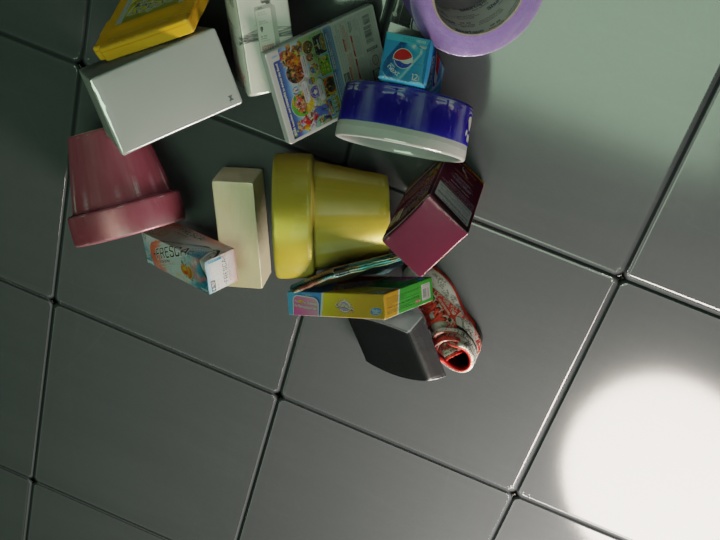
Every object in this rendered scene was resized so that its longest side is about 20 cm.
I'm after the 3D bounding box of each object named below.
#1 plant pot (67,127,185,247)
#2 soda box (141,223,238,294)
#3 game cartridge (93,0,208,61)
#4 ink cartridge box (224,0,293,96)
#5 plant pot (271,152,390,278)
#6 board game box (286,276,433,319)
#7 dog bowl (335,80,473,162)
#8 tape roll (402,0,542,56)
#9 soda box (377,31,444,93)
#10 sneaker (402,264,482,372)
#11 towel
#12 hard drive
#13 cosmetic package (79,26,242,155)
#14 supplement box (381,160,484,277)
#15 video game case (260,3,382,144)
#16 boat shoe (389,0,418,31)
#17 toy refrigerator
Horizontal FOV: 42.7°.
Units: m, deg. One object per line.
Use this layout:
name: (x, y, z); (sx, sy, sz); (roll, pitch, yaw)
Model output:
plant pot: (-0.416, -0.152, 1.582); (0.197, 0.200, 0.182); (-11, 98, 21)
soda box: (-0.301, -0.026, 1.619); (0.198, 0.068, 0.065); (21, 127, 41)
game cartridge: (-0.306, -0.404, 1.403); (0.173, 0.202, 0.033); (-12, 131, 22)
ink cartridge box: (-0.156, -0.384, 1.391); (0.081, 0.147, 0.203); (-12, 117, -11)
plant pot: (-0.046, -0.090, 1.499); (0.185, 0.202, 0.204); (-1, 117, 0)
board game box: (0.000, 0.043, 1.535); (0.197, 0.152, 0.041); (0, 100, 35)
dog bowl: (0.065, -0.218, 1.362); (0.196, 0.200, 0.080); (12, 94, 10)
tape roll: (0.154, -0.408, 1.279); (0.196, 0.086, 0.203); (-8, 130, -10)
soda box: (0.077, -0.289, 1.343); (0.067, 0.200, 0.065); (12, 94, 10)
sneaker: (0.136, 0.080, 1.570); (0.067, 0.108, 0.202); (-31, 104, 28)
towel: (0.000, 0.000, 1.505); (0.146, 0.198, 0.022); (-23, 83, 55)
hard drive: (0.055, 0.122, 1.592); (0.199, 0.042, 0.137); (11, 129, 55)
cosmetic package: (-0.311, -0.285, 1.418); (0.197, 0.200, 0.125); (-26, 114, -13)
supplement box: (0.116, -0.093, 1.432); (0.086, 0.201, 0.110); (42, 120, -9)
video game case: (-0.047, -0.298, 1.392); (0.018, 0.198, 0.145); (29, 142, 49)
boat shoe: (0.081, -0.453, 1.339); (0.067, 0.072, 0.203); (15, 127, 7)
toy refrigerator: (-0.206, -0.075, 1.617); (0.074, 0.070, 0.203); (3, 119, 11)
